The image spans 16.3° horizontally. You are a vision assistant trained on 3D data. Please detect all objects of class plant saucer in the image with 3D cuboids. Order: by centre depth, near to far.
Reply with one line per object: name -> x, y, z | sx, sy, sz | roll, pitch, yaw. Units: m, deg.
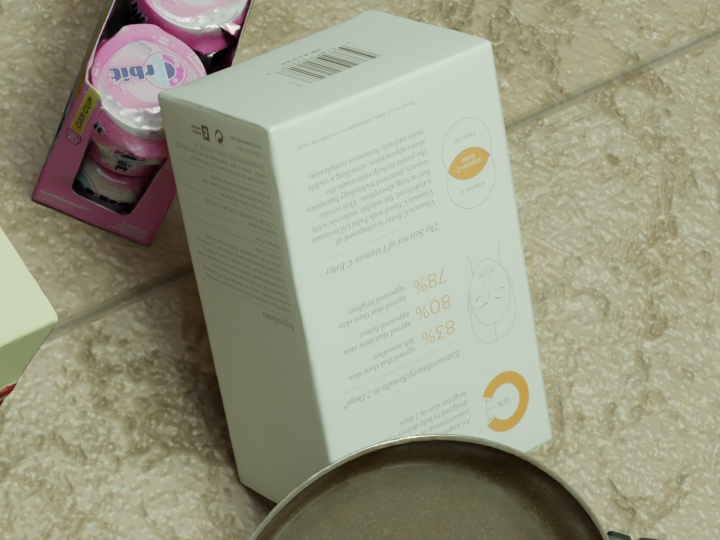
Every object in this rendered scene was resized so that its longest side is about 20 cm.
plant saucer -> 0.023, 0.167, 1.116 | 0.198, 0.032, 0.202 | -4, 103, -17

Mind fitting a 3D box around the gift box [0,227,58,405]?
gift box -> -0.273, 0.021, 1.057 | 0.186, 0.185, 0.200 | -28, 71, -39

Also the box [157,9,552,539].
box -> 0.000, 0.000, 1.147 | 0.124, 0.097, 0.202 | -23, 115, -29

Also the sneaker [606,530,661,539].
sneaker -> 0.121, 0.163, 1.194 | 0.199, 0.073, 0.082 | 21, 74, -2

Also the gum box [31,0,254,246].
gum box -> -0.094, -0.120, 1.229 | 0.066, 0.114, 0.201 | 22, 58, -8
